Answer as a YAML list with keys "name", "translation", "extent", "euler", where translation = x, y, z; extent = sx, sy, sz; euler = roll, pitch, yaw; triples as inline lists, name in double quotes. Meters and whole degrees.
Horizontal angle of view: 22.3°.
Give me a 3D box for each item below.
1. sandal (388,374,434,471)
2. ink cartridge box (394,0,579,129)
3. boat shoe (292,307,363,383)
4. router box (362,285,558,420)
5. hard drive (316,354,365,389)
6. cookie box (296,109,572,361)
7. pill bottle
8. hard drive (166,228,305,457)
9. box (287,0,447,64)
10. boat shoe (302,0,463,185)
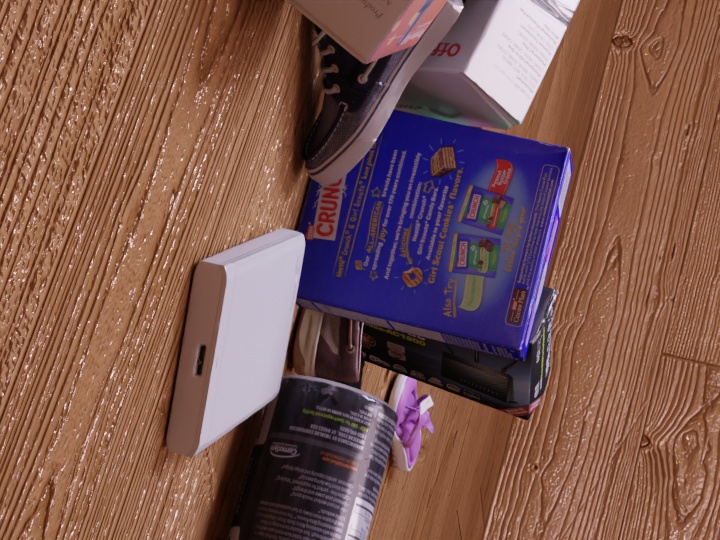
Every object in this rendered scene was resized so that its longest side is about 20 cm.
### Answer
- name: "sandal"
  translation: [0.065, 0.173, 2.134]
  extent: [0.203, 0.049, 0.083]
  euler: [79, 26, -63]
- name: "ink cartridge box"
  translation: [0.101, -0.227, 1.513]
  extent: [0.084, 0.145, 0.201]
  euler: [38, 72, -37]
- name: "boat shoe"
  translation: [0.000, 0.000, 1.567]
  extent: [0.072, 0.071, 0.202]
  euler: [72, 32, -69]
- name: "router box"
  translation: [0.076, 0.047, 1.662]
  extent: [0.150, 0.198, 0.062]
  euler: [84, 29, -58]
- name: "hard drive"
  translation: [-0.037, 0.189, 1.689]
  extent: [0.140, 0.033, 0.202]
  euler: [-54, 154, -63]
- name: "cookie box"
  translation: [0.056, -0.034, 1.482]
  extent: [0.075, 0.198, 0.173]
  euler: [59, 46, -76]
- name: "pill bottle"
  translation: [-0.045, 0.193, 1.432]
  extent: [0.106, 0.105, 0.202]
  euler: [69, 36, -70]
- name: "hard drive"
  translation: [-0.086, 0.046, 1.310]
  extent: [0.200, 0.026, 0.133]
  euler: [-29, 130, -75]
- name: "box"
  translation: [0.039, -0.251, 1.203]
  extent: [0.200, 0.106, 0.152]
  euler: [-52, 177, 18]
- name: "boat shoe"
  translation: [-0.011, -0.162, 1.378]
  extent: [0.201, 0.092, 0.075]
  euler: [-55, -155, 22]
